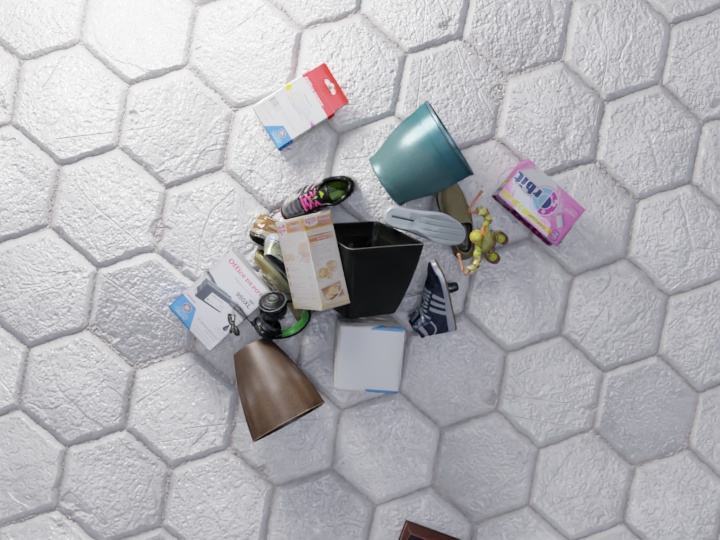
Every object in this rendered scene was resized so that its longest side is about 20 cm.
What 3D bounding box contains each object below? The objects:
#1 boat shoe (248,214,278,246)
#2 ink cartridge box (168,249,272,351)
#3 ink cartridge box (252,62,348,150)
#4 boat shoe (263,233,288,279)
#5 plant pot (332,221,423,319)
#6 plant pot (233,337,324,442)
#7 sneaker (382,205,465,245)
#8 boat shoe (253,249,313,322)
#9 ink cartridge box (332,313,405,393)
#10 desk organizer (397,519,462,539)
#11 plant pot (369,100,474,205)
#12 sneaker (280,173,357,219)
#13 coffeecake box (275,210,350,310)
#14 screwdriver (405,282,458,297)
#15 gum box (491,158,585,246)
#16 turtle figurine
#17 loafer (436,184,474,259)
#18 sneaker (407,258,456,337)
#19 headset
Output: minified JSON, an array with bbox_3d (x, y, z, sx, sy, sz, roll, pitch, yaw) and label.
[{"bbox_3d":[-0.160,-0.079,1.696,0.199,0.076,0.074,20,72,-10],"label":"boat shoe"},{"bbox_3d":[-0.325,0.067,1.686,0.200,0.084,0.145,-42,95,-2],"label":"ink cartridge box"},{"bbox_3d":[-0.140,-0.384,1.685,0.199,0.067,0.117,-32,95,-2],"label":"ink cartridge box"},{"bbox_3d":[-0.157,-0.004,1.666,0.200,0.072,0.062,42,48,-33],"label":"boat shoe"},{"bbox_3d":[0.000,0.000,1.635,0.199,0.200,0.178,-5,111,-32],"label":"plant pot"},{"bbox_3d":[-0.211,0.265,1.670,0.186,0.187,0.201,-29,80,-2],"label":"plant pot"},{"bbox_3d":[0.149,-0.113,1.677,0.199,0.071,0.073,18,101,-6],"label":"sneaker"},{"bbox_3d":[-0.189,0.037,1.702,0.063,0.073,0.201,-41,104,11],"label":"boat shoe"},{"bbox_3d":[0.013,0.187,1.655,0.146,0.200,0.146,4,95,-4],"label":"ink cartridge box"},{"bbox_3d":[0.194,0.689,1.751,0.199,0.077,0.072,21,91,-4],"label":"desk organizer"},{"bbox_3d":[0.130,-0.256,1.655,0.187,0.200,0.201,-32,94,13],"label":"plant pot"},{"bbox_3d":[-0.098,-0.175,1.687,0.199,0.087,0.074,-22,94,-2],"label":"sneaker"},{"bbox_3d":[-0.106,-0.020,1.555,0.073,0.153,0.201,-15,96,-27],"label":"coffeecake box"},{"bbox_3d":[0.142,0.053,1.741,0.199,0.028,0.029,-7,122,-7],"label":"screwdriver"},{"bbox_3d":[0.433,-0.160,1.732,0.200,0.066,0.114,40,89,-5],"label":"gum box"},{"bbox_3d":[0.297,-0.077,1.682,0.064,0.161,0.201,8,86,33],"label":"turtle figurine"},{"bbox_3d":[0.237,-0.124,1.721,0.076,0.067,0.201,-19,94,-3],"label":"loafer"},{"bbox_3d":[0.158,0.074,1.701,0.108,0.070,0.201,-16,118,0],"label":"sneaker"},{"bbox_3d":[-0.205,0.114,1.632,0.199,0.094,0.124,3,127,-27],"label":"headset"}]
